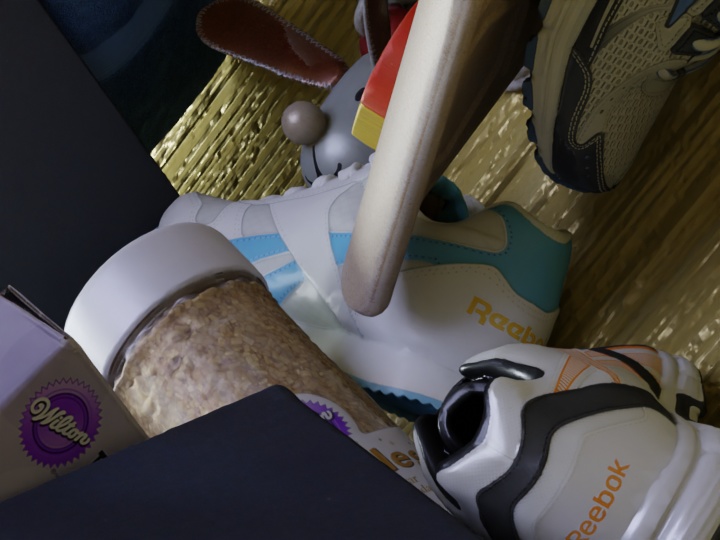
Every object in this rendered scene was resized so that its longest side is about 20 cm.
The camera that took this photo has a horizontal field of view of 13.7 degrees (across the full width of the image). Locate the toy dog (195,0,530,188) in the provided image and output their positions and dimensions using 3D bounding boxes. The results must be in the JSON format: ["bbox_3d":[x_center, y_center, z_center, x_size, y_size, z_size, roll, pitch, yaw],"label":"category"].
[{"bbox_3d":[-0.007,-0.129,1.108,0.132,0.096,0.200,-44,38,33],"label":"toy dog"}]

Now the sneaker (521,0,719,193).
[{"bbox_3d":[0.115,-0.101,0.920,0.077,0.085,0.200,-38,-25,-58],"label":"sneaker"}]

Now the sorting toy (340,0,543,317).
[{"bbox_3d":[0.047,-0.106,0.928,0.200,0.036,0.185,-59,-8,-33],"label":"sorting toy"}]

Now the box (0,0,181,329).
[{"bbox_3d":[-0.190,-0.051,1.124,0.182,0.200,0.104,4,48,48],"label":"box"}]

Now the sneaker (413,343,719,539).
[{"bbox_3d":[0.056,0.046,0.867,0.074,0.080,0.200,-62,5,0],"label":"sneaker"}]

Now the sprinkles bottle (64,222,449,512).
[{"bbox_3d":[-0.012,0.070,0.940,0.200,0.068,0.068,46,111,29],"label":"sprinkles bottle"}]

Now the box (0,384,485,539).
[{"bbox_3d":[-0.005,0.166,0.786,0.198,0.123,0.200,33,139,53],"label":"box"}]

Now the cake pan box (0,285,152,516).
[{"bbox_3d":[-0.112,0.131,0.859,0.184,0.200,0.052,-44,36,-15],"label":"cake pan box"}]

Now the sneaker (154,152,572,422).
[{"bbox_3d":[0.000,0.000,1.043,0.200,0.076,0.081,21,83,51],"label":"sneaker"}]

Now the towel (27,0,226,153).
[{"bbox_3d":[-0.092,-0.109,1.150,0.112,0.048,0.200,-56,-12,-27],"label":"towel"}]
